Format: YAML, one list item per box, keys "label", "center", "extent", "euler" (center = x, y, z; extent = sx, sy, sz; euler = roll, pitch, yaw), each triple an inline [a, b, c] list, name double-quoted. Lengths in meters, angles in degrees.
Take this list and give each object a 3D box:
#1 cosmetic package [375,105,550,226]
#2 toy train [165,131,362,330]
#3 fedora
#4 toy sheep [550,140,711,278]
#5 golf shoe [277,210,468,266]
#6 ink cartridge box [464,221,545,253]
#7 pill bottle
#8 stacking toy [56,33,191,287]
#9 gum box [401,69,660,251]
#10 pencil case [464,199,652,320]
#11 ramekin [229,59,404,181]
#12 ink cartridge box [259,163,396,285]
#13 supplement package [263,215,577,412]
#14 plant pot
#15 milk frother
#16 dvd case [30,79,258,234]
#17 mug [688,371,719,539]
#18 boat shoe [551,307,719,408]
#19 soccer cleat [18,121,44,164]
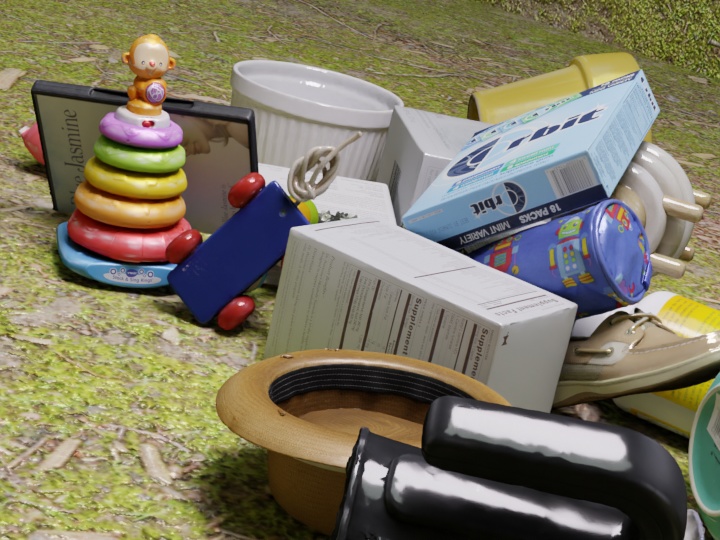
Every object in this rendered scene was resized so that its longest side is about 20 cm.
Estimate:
- label: "cosmetic package"
  center: [0.129, -0.074, 1.541]
  extent: [0.198, 0.124, 0.200]
  euler: [11, 18, -12]
- label: "toy train"
  center: [-0.058, -0.043, 1.219]
  extent: [0.085, 0.200, 0.116]
  euler: [50, 13, 3]
- label: "fedora"
  center: [0.005, 0.115, 0.942]
  extent: [0.198, 0.083, 0.201]
  euler: [7, 18, -2]
- label: "toy sheep"
  center: [0.231, -0.051, 1.305]
  extent: [0.137, 0.139, 0.200]
  euler: [18, 10, 14]
- label: "golf shoe"
  center: [0.000, 0.000, 1.304]
  extent: [0.198, 0.089, 0.077]
  euler: [6, 29, 24]
- label: "ink cartridge box"
  center: [0.167, 0.009, 1.385]
  extent: [0.198, 0.077, 0.137]
  euler: [8, 21, -12]
- label: "pill bottle"
  center: [0.269, 0.081, 1.197]
  extent: [0.199, 0.105, 0.104]
  euler: [23, 20, 26]
- label: "stacking toy"
  center: [-0.183, -0.095, 1.244]
  extent: [0.115, 0.202, 0.110]
  euler: [5, 19, -18]
- label: "gum box"
  center: [0.144, -0.089, 1.236]
  extent: [0.169, 0.045, 0.200]
  euler: [-19, 15, 30]
- label: "pencil case"
  center: [0.138, 0.011, 1.173]
  extent: [0.087, 0.079, 0.199]
  euler: [39, -38, -26]
- label: "ramekin"
  center: [-0.057, -0.160, 1.691]
  extent: [0.198, 0.106, 0.200]
  euler: [13, 18, -4]
- label: "ink cartridge box"
  center: [-0.042, -0.023, 1.420]
  extent: [0.159, 0.050, 0.201]
  euler: [9, 37, -14]
- label: "supplement package"
  center: [0.043, 0.047, 1.127]
  extent: [0.199, 0.111, 0.113]
  euler: [25, 21, 34]
- label: "plant pot"
  center: [0.224, -0.148, 1.745]
  extent: [0.187, 0.203, 0.201]
  euler: [-3, 19, -3]
- label: "milk frother"
  center: [0.069, 0.182, 0.745]
  extent: [0.186, 0.181, 0.202]
  euler: [13, 61, 1]
- label: "dvd case"
  center: [-0.186, -0.095, 1.321]
  extent: [0.198, 0.144, 0.018]
  euler: [9, 46, 9]
- label: "mug"
  center: [0.284, 0.129, 1.012]
  extent: [0.113, 0.154, 0.185]
  euler: [7, -19, -13]
- label: "boat shoe"
  center: [0.197, 0.061, 1.119]
  extent: [0.072, 0.066, 0.199]
  euler: [-2, -10, -37]
- label: "soccer cleat"
  center: [-0.277, -0.134, 1.549]
  extent: [0.077, 0.067, 0.200]
  euler: [48, 18, 6]
